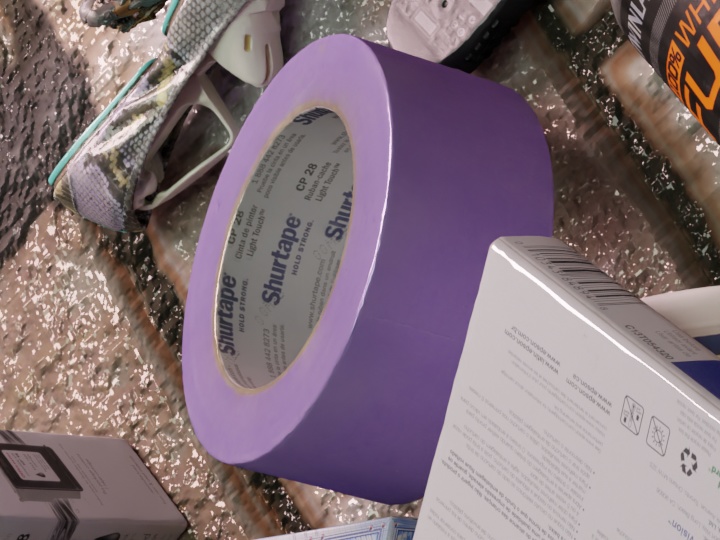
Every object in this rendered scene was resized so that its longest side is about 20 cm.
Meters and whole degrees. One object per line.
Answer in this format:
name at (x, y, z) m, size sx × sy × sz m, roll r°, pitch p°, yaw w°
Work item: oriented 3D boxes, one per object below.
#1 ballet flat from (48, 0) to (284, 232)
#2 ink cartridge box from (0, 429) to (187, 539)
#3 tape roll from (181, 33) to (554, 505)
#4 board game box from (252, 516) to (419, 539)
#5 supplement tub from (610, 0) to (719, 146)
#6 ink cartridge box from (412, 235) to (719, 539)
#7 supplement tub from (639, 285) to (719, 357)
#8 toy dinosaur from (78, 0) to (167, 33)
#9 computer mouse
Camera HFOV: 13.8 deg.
ballet flat at (-0.078, -0.100, 1.490) m, size 0.072 × 0.072 × 0.200 m, roll 47°, pitch 112°, yaw 31°
ink cartridge box at (-0.195, 0.139, 1.455) m, size 0.116 × 0.200 × 0.067 m, roll -51°, pitch 59°, yaw 21°
tape roll at (0.000, 0.000, 1.346) m, size 0.200 × 0.085 × 0.200 m, roll -43°, pitch 38°, yaw 47°
board game box at (-0.028, 0.196, 1.339) m, size 0.200 × 0.062 × 0.200 m, roll -30°, pitch 67°, yaw 33°
supplement tub at (0.187, -0.102, 1.243) m, size 0.123 × 0.122 × 0.200 m, roll -50°, pitch 58°, yaw 21°
ink cartridge box at (0.094, 0.116, 1.146) m, size 0.196 × 0.043 × 0.200 m, roll 40°, pitch 125°, yaw 48°
supplement tub at (0.146, 0.118, 1.232) m, size 0.145 × 0.145 × 0.200 m, roll -19°, pitch 73°, yaw 34°
toy dinosaur at (-0.096, -0.209, 1.461) m, size 0.102 × 0.136 × 0.200 m, roll 16°, pitch 104°, yaw 25°
computer mouse at (0.085, -0.165, 1.391) m, size 0.200 × 0.034 × 0.059 m, roll -48°, pitch 58°, yaw 15°
